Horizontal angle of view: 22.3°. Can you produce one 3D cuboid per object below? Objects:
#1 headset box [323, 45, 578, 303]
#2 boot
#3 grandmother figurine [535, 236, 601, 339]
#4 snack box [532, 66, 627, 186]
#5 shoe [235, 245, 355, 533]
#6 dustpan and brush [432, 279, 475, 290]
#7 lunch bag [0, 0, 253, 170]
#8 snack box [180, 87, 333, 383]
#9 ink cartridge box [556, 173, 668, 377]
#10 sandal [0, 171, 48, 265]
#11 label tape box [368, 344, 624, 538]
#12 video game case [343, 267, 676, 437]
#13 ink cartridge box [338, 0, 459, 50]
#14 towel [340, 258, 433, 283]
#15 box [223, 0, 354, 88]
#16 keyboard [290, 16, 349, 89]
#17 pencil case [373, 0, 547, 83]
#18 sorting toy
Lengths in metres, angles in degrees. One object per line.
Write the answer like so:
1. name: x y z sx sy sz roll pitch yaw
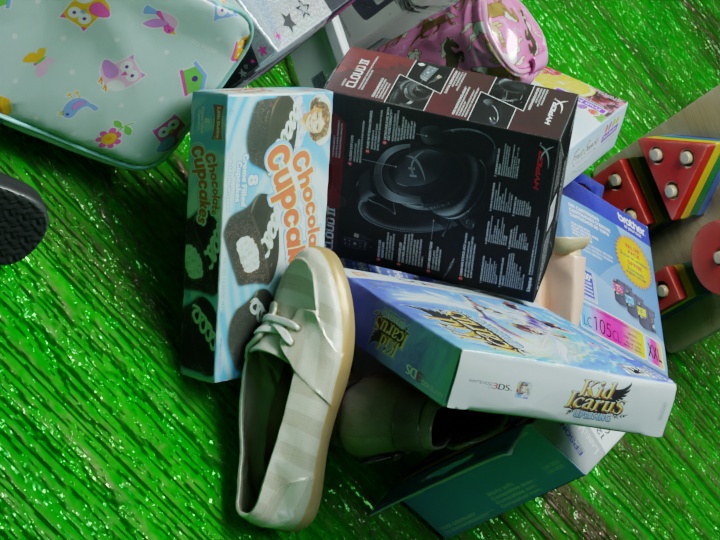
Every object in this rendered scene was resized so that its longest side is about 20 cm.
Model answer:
1. headset box: 0.052 -0.075 1.383 0.200 0.149 0.077 13 36 12
2. boot: 0.044 0.091 1.333 0.200 0.146 0.070 -26 114 -49
3. grandmother figurine: 0.157 0.072 1.521 0.060 0.121 0.200 0 90 -17
4. snack box: 0.137 -0.130 1.632 0.142 0.053 0.200 26 32 19
5. shoe: -0.049 0.080 1.258 0.053 0.070 0.200 12 82 -40
6. dustpan and brush: 0.089 -0.009 1.492 0.200 0.057 0.140 63 15 -6
7. lunch bag: -0.188 -0.159 1.234 0.200 0.160 0.077 23 24 -38
8. snack box: -0.073 -0.028 1.294 0.116 0.037 0.200 -10 106 -52
9. ink cartridge box: 0.200 0.004 1.655 0.136 0.076 0.200 27 45 -37
10. sandal: -0.284 -0.062 1.134 0.200 0.075 0.048 33 17 -42
11. label tape box: 0.116 0.143 1.393 0.066 0.143 0.200 57 36 -3
12. video game case: 0.094 0.056 1.300 0.181 0.200 0.046 9 102 -29
13. ink cartridge box: 0.056 -0.247 1.548 0.145 0.200 0.084 -11 75 -53
14. towel: 0.000 0.000 1.459 0.200 0.024 0.145 5 61 -48
15. box: -0.090 -0.211 1.405 0.115 0.132 0.200 52 36 -7
16. keyboard: -0.026 -0.155 1.495 0.011 0.056 0.200 9 54 -46
17. pencil case: 0.056 -0.152 1.481 0.086 0.200 0.083 35 41 -30
18. sorting toy: 0.306 -0.045 1.719 0.070 0.199 0.200 -10 73 -39
